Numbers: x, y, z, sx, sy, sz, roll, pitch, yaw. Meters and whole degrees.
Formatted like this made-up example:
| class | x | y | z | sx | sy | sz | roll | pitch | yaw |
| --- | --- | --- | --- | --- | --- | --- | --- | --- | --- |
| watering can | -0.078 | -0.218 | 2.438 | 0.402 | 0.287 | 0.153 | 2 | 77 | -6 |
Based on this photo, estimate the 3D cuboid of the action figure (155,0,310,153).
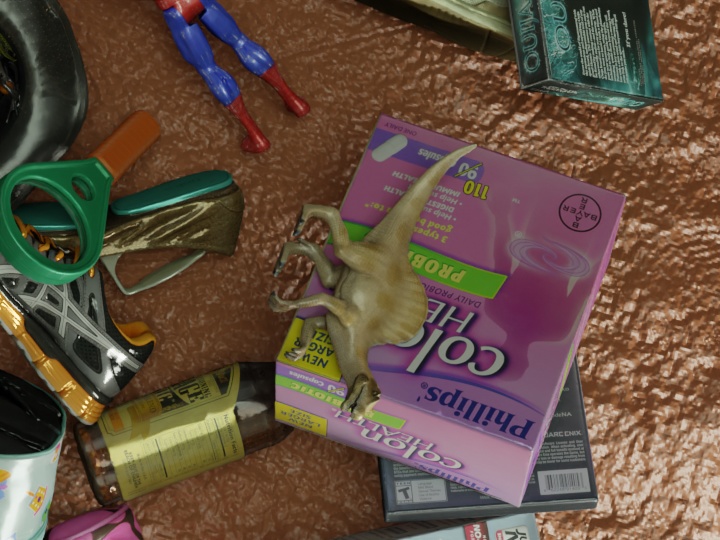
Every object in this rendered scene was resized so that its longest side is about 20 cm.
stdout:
| class | x | y | z | sx | sy | sz | roll | pitch | yaw |
| --- | --- | --- | --- | --- | --- | --- | --- | --- | --- |
| action figure | -0.124 | -0.176 | 1.678 | 0.065 | 0.099 | 0.200 | -42 | 117 | -11 |

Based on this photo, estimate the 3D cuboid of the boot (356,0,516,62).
| class | x | y | z | sx | sy | sz | roll | pitch | yaw |
| --- | --- | --- | --- | --- | --- | --- | --- | --- | --- |
| boot | 0.087 | -0.236 | 1.707 | 0.199 | 0.072 | 0.155 | 21 | 81 | -10 |

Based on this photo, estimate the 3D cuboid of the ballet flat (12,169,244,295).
| class | x | y | z | sx | sy | sz | roll | pitch | yaw |
| --- | --- | --- | --- | --- | --- | --- | --- | --- | --- |
| ballet flat | -0.174 | -0.017 | 1.666 | 0.199 | 0.068 | 0.073 | -11 | 109 | -13 |

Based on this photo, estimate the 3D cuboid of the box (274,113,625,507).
| class | x | y | z | sx | sy | sz | roll | pitch | yaw |
| --- | --- | --- | --- | --- | --- | --- | --- | --- | --- |
| box | 0.058 | 0.024 | 1.626 | 0.175 | 0.097 | 0.200 | 19 | 64 | 8 |

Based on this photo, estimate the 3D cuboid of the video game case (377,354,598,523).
| class | x | y | z | sx | sy | sz | roll | pitch | yaw |
| --- | --- | --- | --- | --- | --- | --- | --- | --- | --- |
| video game case | 0.077 | 0.072 | 1.669 | 0.142 | 0.019 | 0.201 | -3 | 60 | -5 |

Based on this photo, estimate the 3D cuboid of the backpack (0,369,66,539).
| class | x | y | z | sx | sy | sz | roll | pitch | yaw |
| --- | --- | --- | --- | --- | --- | --- | --- | --- | --- |
| backpack | -0.291 | 0.126 | 1.581 | 0.199 | 0.176 | 0.154 | 4 | 104 | -10 |

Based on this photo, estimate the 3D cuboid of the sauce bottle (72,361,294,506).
| class | x | y | z | sx | sy | sz | roll | pitch | yaw |
| --- | --- | --- | --- | --- | --- | --- | --- | --- | --- |
| sauce bottle | -0.093 | 0.098 | 1.669 | 0.199 | 0.066 | 0.066 | -20 | 92 | -12 |

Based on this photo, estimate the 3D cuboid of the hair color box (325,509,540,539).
| class | x | y | z | sx | sy | sz | roll | pitch | yaw |
| --- | --- | --- | --- | --- | --- | --- | --- | --- | --- |
| hair color box | 0.017 | 0.207 | 1.664 | 0.199 | 0.099 | 0.061 | -12 | 90 | -10 |

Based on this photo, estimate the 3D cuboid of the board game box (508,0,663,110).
| class | x | y | z | sx | sy | sz | roll | pitch | yaw |
| --- | --- | --- | --- | --- | --- | --- | --- | --- | --- |
| board game box | 0.145 | -0.215 | 1.682 | 0.135 | 0.028 | 0.201 | 5 | 74 | -48 |

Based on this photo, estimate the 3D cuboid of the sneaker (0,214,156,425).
| class | x | y | z | sx | sy | sz | roll | pitch | yaw |
| --- | --- | --- | --- | --- | --- | --- | --- | --- | --- |
| sneaker | -0.209 | 0.007 | 1.600 | 0.077 | 0.078 | 0.200 | -38 | 121 | -6 |

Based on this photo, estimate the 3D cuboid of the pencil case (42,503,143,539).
| class | x | y | z | sx | sy | sz | roll | pitch | yaw |
| --- | --- | --- | --- | --- | --- | --- | --- | --- | --- |
| pencil case | -0.164 | 0.261 | 1.635 | 0.090 | 0.094 | 0.201 | -20 | 91 | 6 |

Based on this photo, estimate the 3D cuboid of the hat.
| class | x | y | z | sx | sy | sz | roll | pitch | yaw |
| --- | --- | --- | --- | --- | --- | --- | --- | --- | --- |
| hat | -0.285 | -0.119 | 1.631 | 0.200 | 0.081 | 0.201 | -3 | 99 | -19 |

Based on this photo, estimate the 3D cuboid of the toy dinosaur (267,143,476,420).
| class | x | y | z | sx | sy | sz | roll | pitch | yaw |
| --- | --- | --- | --- | --- | --- | --- | --- | --- | --- |
| toy dinosaur | 0.000 | 0.000 | 1.563 | 0.101 | 0.058 | 0.201 | 22 | 70 | -7 |

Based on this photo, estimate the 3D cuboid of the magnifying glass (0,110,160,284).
| class | x | y | z | sx | sy | sz | roll | pitch | yaw |
| --- | --- | --- | --- | --- | --- | --- | --- | --- | --- |
| magnifying glass | -0.181 | -0.054 | 1.608 | 0.022 | 0.200 | 0.080 | -35 | 100 | 34 |
